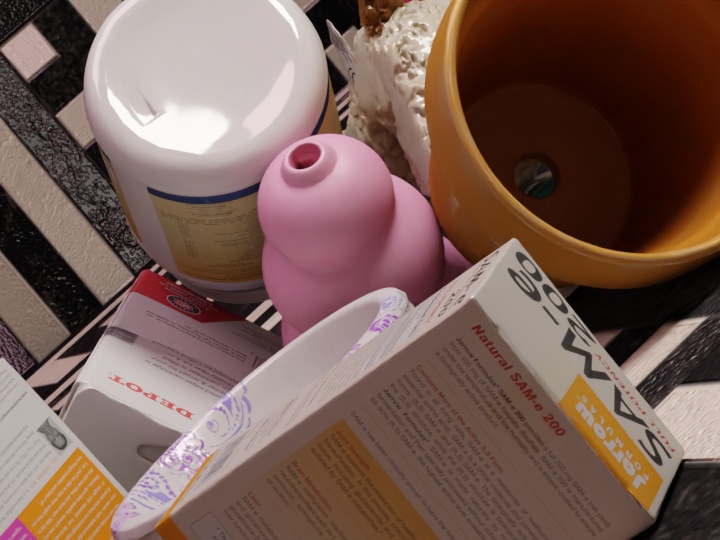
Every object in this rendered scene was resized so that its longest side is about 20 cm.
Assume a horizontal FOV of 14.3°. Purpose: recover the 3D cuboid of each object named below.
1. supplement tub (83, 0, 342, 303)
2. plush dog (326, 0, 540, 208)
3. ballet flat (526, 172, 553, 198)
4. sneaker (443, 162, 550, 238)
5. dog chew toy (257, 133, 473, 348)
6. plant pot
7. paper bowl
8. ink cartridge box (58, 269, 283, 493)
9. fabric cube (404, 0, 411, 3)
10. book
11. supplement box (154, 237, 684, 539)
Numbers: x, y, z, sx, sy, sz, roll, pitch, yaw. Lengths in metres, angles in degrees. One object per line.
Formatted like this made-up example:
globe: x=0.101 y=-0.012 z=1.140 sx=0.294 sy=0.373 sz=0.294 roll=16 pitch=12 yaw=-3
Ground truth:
supplement tub: x=-0.082 y=-0.075 z=1.736 sx=0.144 sy=0.144 sz=0.200 roll=-42 pitch=-21 yaw=-13
plush dog: x=0.086 y=-0.122 z=1.772 sx=0.171 sy=0.162 sz=0.200 roll=-9 pitch=1 yaw=-22
ballet flat: x=0.150 y=-0.047 z=1.723 sx=0.200 sy=0.068 sz=0.072 roll=-46 pitch=-7 yaw=-29
sneaker: x=0.068 y=-0.025 z=1.881 sx=0.200 sy=0.085 sz=0.077 roll=-45 pitch=9 yaw=-24
dog chew toy: x=0.000 y=0.000 z=1.655 sx=0.124 sy=0.200 sz=0.125 roll=-12 pitch=48 yaw=13
plant pot: x=0.119 y=-0.073 z=1.572 sx=0.200 sy=0.200 sz=0.183 roll=-43 pitch=-3 yaw=-21
paper bowl: x=-0.025 y=0.109 z=1.513 sx=0.200 sy=0.104 sz=0.201 roll=-40 pitch=7 yaw=6
ink cartridge box: x=-0.101 y=0.094 z=1.717 sx=0.084 sy=0.144 sz=0.200 roll=-63 pitch=2 yaw=19
fabric cube: x=0.154 y=-0.225 z=2.180 sx=0.199 sy=0.197 sz=0.200 roll=-35 pitch=8 yaw=21
book: x=-0.166 y=0.160 z=1.545 sx=0.048 sy=0.200 sz=0.134 roll=-34 pitch=10 yaw=34
supplement box: x=0.026 y=0.096 z=1.270 sx=0.200 sy=0.126 sz=0.074 roll=-35 pitch=8 yaw=27
